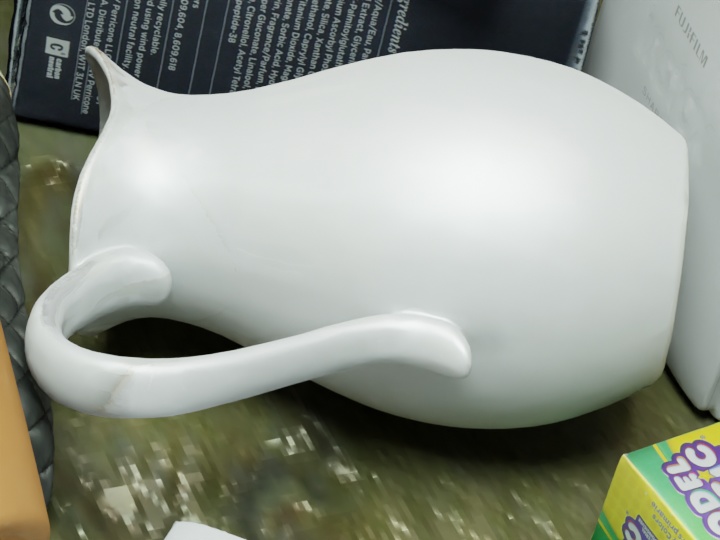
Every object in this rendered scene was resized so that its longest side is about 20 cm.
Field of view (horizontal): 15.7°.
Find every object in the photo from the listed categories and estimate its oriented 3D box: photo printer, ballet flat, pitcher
[{"bbox_3d":[0.141,-0.072,0.888,0.069,0.200,0.167,-2,44,-19],"label":"photo printer"},{"bbox_3d":[-0.132,0.003,0.845,0.057,0.066,0.200,40,28,-36],"label":"ballet flat"},{"bbox_3d":[0.000,0.000,0.826,0.199,0.122,0.172,6,34,1],"label":"pitcher"}]

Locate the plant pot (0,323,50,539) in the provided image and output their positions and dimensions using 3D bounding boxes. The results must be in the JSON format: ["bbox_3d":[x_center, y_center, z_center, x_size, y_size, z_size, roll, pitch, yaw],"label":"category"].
[{"bbox_3d":[-0.173,0.041,0.683,0.200,0.200,0.140,-20,72,-33],"label":"plant pot"}]

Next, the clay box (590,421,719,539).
[{"bbox_3d":[0.165,0.092,0.829,0.200,0.048,0.115,-15,49,-31],"label":"clay box"}]

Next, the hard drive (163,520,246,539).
[{"bbox_3d":[-0.027,0.154,0.699,0.132,0.025,0.200,19,35,9],"label":"hard drive"}]

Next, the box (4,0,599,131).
[{"bbox_3d":[-0.019,-0.121,0.966,0.199,0.105,0.148,12,41,-5],"label":"box"}]
